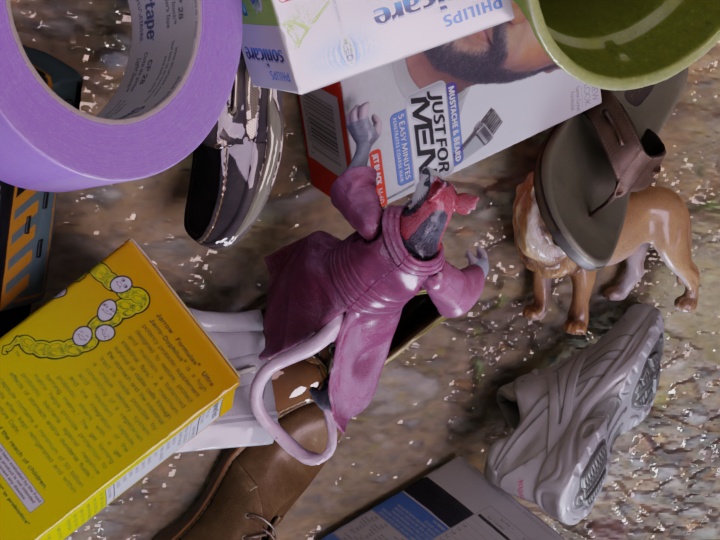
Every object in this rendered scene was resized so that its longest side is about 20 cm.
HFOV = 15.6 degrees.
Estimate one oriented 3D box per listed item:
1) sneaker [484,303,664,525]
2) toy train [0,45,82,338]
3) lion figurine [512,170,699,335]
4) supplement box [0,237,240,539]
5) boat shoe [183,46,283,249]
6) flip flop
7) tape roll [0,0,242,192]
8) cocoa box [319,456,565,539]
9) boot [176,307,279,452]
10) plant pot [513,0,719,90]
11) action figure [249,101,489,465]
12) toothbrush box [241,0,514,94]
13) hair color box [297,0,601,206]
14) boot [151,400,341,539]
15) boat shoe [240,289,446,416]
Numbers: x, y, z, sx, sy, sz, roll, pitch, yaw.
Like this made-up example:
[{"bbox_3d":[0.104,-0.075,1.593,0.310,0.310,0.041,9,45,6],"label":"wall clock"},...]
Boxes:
[{"bbox_3d":[0.151,0.087,1.882,0.200,0.099,0.078,-52,150,-39],"label":"sneaker"},{"bbox_3d":[-0.223,-0.039,1.526,0.114,0.085,0.201,-14,122,-43],"label":"toy train"},{"bbox_3d":[0.177,-0.026,1.855,0.199,0.072,0.123,-14,117,-45],"label":"lion figurine"},{"bbox_3d":[-0.181,0.091,1.551,0.200,0.110,0.109,-38,175,-12],"label":"supplement box"},{"bbox_3d":[-0.087,-0.114,1.602,0.073,0.074,0.201,6,101,-29],"label":"boat shoe"},{"bbox_3d":[0.179,-0.090,1.769,0.081,0.057,0.201,44,58,-21],"label":"flip flop"},{"bbox_3d":[-0.161,-0.147,1.463,0.199,0.065,0.202,7,80,-43],"label":"tape roll"},{"bbox_3d":[0.070,0.265,1.877,0.131,0.133,0.201,-28,128,-23],"label":"cocoa box"},{"bbox_3d":[-0.151,0.071,1.657,0.199,0.073,0.096,-5,86,-21],"label":"boot"},{"bbox_3d":[0.127,-0.238,1.612,0.199,0.184,0.202,-18,125,-29],"label":"plant pot"},{"bbox_3d":[0.000,0.000,1.610,0.149,0.134,0.200,-53,-175,-40],"label":"action figure"},{"bbox_3d":[-0.013,-0.221,1.527,0.145,0.086,0.201,-20,104,-18],"label":"toothbrush box"},{"bbox_3d":[0.058,-0.128,1.702,0.199,0.064,0.112,-27,127,-25],"label":"hair color box"},{"bbox_3d":[-0.072,0.171,1.758,0.200,0.075,0.074,-49,131,-7],"label":"boot"},{"bbox_3d":[-0.023,0.046,1.731,0.200,0.068,0.072,-37,133,-14],"label":"boat shoe"}]
